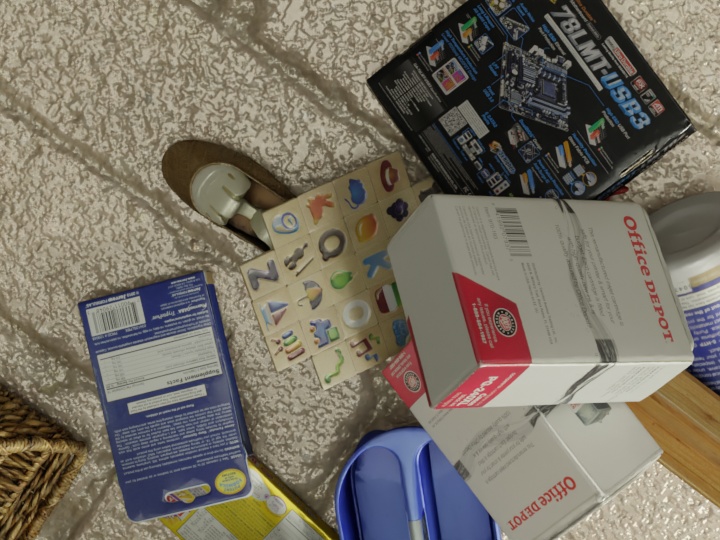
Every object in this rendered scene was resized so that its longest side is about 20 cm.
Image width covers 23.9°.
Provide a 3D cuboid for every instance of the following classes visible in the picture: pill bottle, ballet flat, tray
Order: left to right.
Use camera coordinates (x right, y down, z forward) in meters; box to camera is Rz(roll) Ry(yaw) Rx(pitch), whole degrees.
[{"bbox_3d":[-0.087,-0.045,1.458,0.199,0.072,0.068,36,104,-3],"label":"ballet flat"},{"bbox_3d":[0.294,0.148,1.410,0.200,0.099,0.037,36,64,-7],"label":"tray"},{"bbox_3d":[0.305,0.047,1.417,0.119,0.120,0.201,-24,112,9],"label":"pill bottle"}]

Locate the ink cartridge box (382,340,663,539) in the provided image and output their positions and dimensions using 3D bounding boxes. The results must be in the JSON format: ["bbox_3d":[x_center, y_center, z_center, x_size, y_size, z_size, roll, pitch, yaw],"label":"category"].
[{"bbox_3d":[0.130,0.116,1.393,0.200,0.085,0.146,54,145,10],"label":"ink cartridge box"}]

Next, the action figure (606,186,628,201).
[{"bbox_3d":[0.197,0.032,1.438,0.065,0.099,0.201,0,107,-23],"label":"action figure"}]

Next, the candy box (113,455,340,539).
[{"bbox_3d":[-0.117,0.218,1.543,0.200,0.026,0.102,44,105,-5],"label":"candy box"}]

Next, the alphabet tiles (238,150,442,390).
[{"bbox_3d":[0.000,0.000,1.443,0.199,0.006,0.167,-25,110,-17],"label":"alphabet tiles"}]

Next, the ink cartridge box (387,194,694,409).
[{"bbox_3d":[0.138,0.024,1.304,0.199,0.146,0.083,1,150,-29],"label":"ink cartridge box"}]

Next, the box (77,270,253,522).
[{"bbox_3d":[-0.168,0.112,1.499,0.120,0.032,0.201,-14,86,7],"label":"box"}]

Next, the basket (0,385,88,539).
[{"bbox_3d":[-0.357,0.209,1.501,0.149,0.143,0.200,36,103,-3],"label":"basket"}]

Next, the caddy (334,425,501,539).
[{"bbox_3d":[0.054,0.227,1.489,0.140,0.105,0.201,-8,102,7],"label":"caddy"}]

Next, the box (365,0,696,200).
[{"bbox_3d":[0.139,-0.136,1.405,0.198,0.050,0.201,-37,80,11],"label":"box"}]
